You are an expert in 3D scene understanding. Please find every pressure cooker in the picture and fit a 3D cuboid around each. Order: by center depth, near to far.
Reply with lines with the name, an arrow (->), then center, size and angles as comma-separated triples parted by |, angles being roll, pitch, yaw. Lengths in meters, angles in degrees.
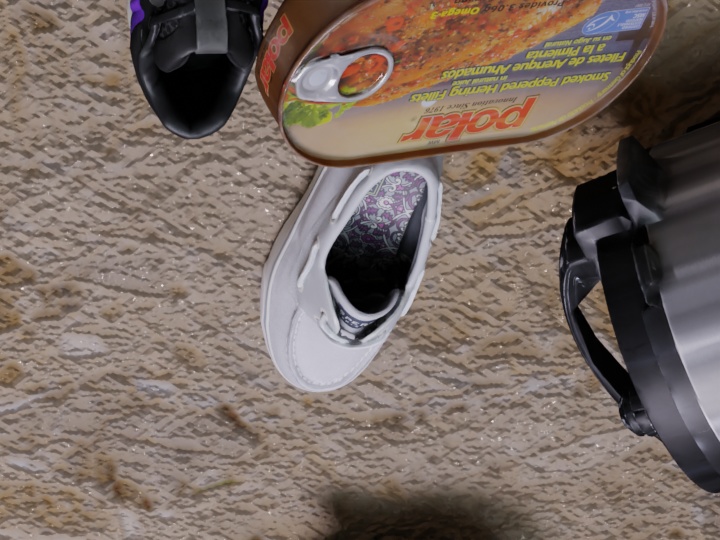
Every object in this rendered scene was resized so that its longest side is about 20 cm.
pressure cooker -> 0.195, 0.009, 1.379 | 0.200, 0.176, 0.179 | -21, 173, 22

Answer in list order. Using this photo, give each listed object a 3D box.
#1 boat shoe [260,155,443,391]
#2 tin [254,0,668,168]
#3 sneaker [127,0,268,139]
boat shoe -> 0.000, 0.000, 1.444 | 0.072, 0.069, 0.200 | 14, 133, -16
tin -> 0.045, -0.101, 1.317 | 0.200, 0.042, 0.112 | -8, 137, -32
sneaker -> -0.065, -0.139, 1.280 | 0.069, 0.100, 0.200 | 0, 135, -5
